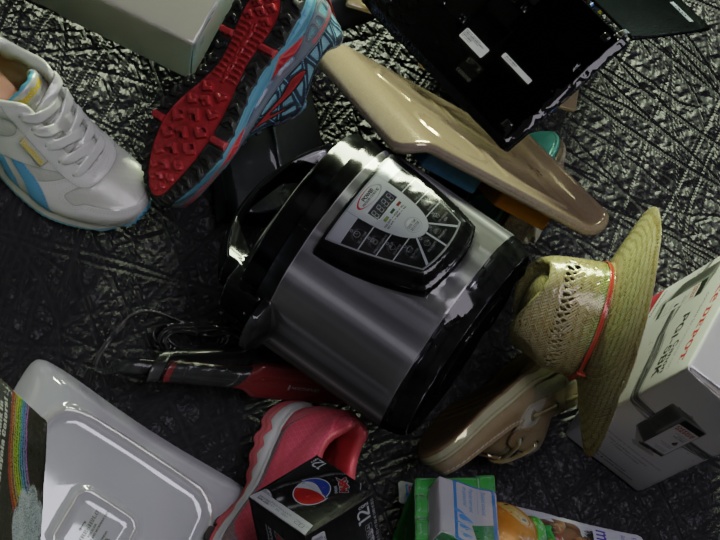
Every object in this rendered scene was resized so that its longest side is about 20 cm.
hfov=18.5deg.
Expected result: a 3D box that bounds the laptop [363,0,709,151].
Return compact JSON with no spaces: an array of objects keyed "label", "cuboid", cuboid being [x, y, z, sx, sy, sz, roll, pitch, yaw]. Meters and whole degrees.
[{"label":"laptop","cuboid":[0.139,-0.201,1.735,0.200,0.103,0.177,-42,67,-2]}]

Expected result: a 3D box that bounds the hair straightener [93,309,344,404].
[{"label":"hair straightener","cuboid":[-0.104,0.063,1.654,0.199,0.041,0.077,1,41,-20]}]

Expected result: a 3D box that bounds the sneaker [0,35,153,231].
[{"label":"sneaker","cuboid":[-0.236,-0.103,1.626,0.200,0.081,0.077,36,60,-10]}]

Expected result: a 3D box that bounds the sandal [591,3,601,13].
[{"label":"sandal","cuboid":[0.138,-0.220,1.826,0.200,0.087,0.080,-34,89,-27]}]

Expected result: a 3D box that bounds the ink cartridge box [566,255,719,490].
[{"label":"ink cartridge box","cuboid":[0.264,0.072,1.713,0.083,0.200,0.147,37,61,-7]}]

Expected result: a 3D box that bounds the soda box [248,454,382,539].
[{"label":"soda box","cuboid":[-0.020,0.234,1.546,0.063,0.071,0.201,-29,126,-29]}]

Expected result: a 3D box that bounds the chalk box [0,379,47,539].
[{"label":"chalk box","cuboid":[-0.294,0.128,1.434,0.123,0.200,0.125,-3,69,10]}]

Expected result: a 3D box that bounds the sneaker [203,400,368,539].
[{"label":"sneaker","cuboid":[-0.052,0.181,1.590,0.074,0.087,0.201,40,57,-38]}]

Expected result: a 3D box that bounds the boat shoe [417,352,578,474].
[{"label":"boat shoe","cuboid":[0.116,0.115,1.690,0.200,0.072,0.065,-33,97,-52]}]

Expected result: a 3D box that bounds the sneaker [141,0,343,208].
[{"label":"sneaker","cuboid":[-0.079,-0.122,1.639,0.200,0.079,0.095,-54,141,3]}]

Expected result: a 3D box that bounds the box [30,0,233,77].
[{"label":"box","cuboid":[-0.197,-0.230,1.665,0.199,0.068,0.082,28,70,2]}]

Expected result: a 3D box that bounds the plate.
[{"label":"plate","cuboid":[-0.193,0.190,1.570,0.200,0.032,0.200,34,62,-10]}]

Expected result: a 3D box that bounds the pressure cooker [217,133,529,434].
[{"label":"pressure cooker","cuboid":[-0.001,0.002,1.603,0.200,0.176,0.179,35,102,9]}]

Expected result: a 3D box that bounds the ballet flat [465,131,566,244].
[{"label":"ballet flat","cuboid":[0.114,-0.042,1.760,0.200,0.068,0.068,-47,131,-49]}]

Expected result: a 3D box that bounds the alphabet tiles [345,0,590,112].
[{"label":"alphabet tiles","cuboid":[0.090,-0.227,1.764,0.199,0.008,0.168,15,67,-12]}]

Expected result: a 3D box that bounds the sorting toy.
[{"label":"sorting toy","cuboid":[0.073,-0.095,1.683,0.199,0.185,0.037,20,108,-32]}]

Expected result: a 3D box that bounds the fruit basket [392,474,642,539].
[{"label":"fruit basket","cuboid":[0.124,0.220,1.621,0.199,0.094,0.185,10,28,-3]}]

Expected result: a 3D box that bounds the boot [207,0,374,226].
[{"label":"boot","cuboid":[-0.042,-0.134,1.727,0.164,0.066,0.201,-4,71,-16]}]

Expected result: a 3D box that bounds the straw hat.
[{"label":"straw hat","cuboid":[0.154,0.033,1.634,0.085,0.201,0.202,14,66,-3]}]
